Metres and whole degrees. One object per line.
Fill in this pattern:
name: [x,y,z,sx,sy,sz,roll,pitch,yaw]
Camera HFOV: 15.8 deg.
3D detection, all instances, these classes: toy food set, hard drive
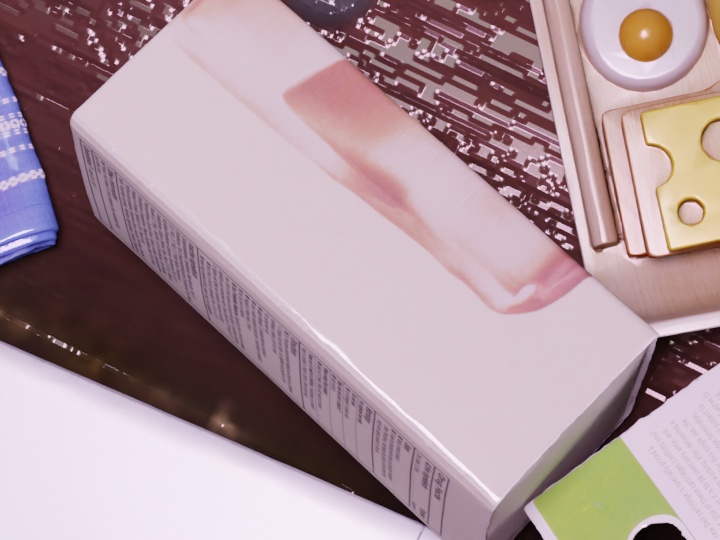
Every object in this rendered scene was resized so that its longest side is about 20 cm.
toy food set: [0.137,-0.081,0.939,0.143,0.060,0.201,-11,80,4]
hard drive: [-0.075,0.122,0.947,0.199,0.027,0.133,22,84,10]

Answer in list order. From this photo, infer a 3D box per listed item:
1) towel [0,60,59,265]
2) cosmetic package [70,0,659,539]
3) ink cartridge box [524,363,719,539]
towel: [-0.212,-0.074,0.995,0.144,0.024,0.201,-22,79,1]
cosmetic package: [0.000,0.000,0.911,0.200,0.103,0.087,43,75,12]
ink cartridge box: [0.175,0.081,0.847,0.200,0.076,0.148,-35,42,1]
